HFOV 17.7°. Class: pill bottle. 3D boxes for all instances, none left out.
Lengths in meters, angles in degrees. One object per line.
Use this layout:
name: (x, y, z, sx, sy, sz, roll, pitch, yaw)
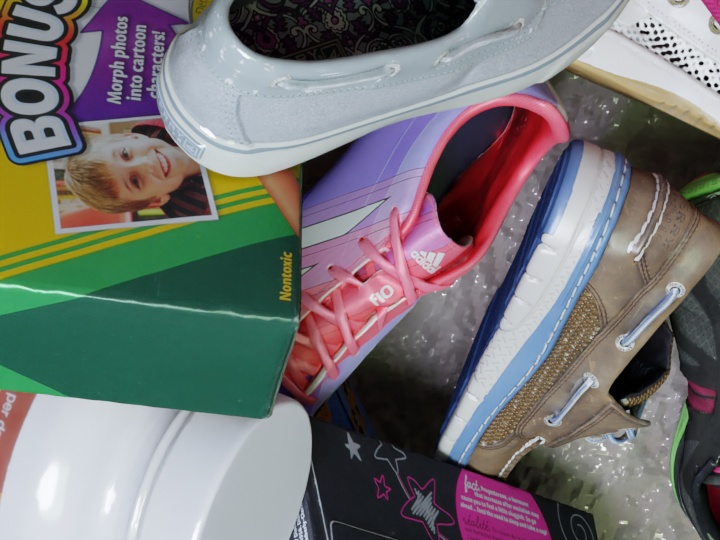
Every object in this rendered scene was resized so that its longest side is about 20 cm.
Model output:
pill bottle: (-0.122, 0.051, 0.799, 0.199, 0.112, 0.113, 20, 123, 21)

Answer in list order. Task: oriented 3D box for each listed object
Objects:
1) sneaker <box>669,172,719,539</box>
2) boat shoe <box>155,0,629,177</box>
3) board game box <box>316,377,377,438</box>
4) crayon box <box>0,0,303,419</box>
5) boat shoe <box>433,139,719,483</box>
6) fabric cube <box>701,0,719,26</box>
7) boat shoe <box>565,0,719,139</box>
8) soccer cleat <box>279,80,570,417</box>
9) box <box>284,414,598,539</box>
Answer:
sneaker: (0.158, 0.044, 0.909, 0.076, 0.084, 0.201, -12, 129, 0)
boat shoe: (0.027, -0.092, 0.745, 0.200, 0.070, 0.072, -27, 168, -30)
board game box: (-0.087, 0.043, 0.926, 0.150, 0.037, 0.201, -20, 119, 7)
crayon box: (-0.107, -0.054, 0.770, 0.171, 0.201, 0.059, 8, 138, -10)
boat shoe: (0.080, 0.034, 0.875, 0.072, 0.073, 0.200, 22, 148, 1)
fabric cube: (0.177, -0.149, 0.693, 0.196, 0.200, 0.200, -39, 149, 12)
boat shoe: (0.139, -0.083, 0.851, 0.199, 0.071, 0.070, 23, 95, -21)
soccer cleat: (0.000, 0.000, 0.855, 0.067, 0.076, 0.200, 37, 92, -32)
box: (0.006, 0.155, 0.892, 0.114, 0.133, 0.199, -28, 149, 31)
